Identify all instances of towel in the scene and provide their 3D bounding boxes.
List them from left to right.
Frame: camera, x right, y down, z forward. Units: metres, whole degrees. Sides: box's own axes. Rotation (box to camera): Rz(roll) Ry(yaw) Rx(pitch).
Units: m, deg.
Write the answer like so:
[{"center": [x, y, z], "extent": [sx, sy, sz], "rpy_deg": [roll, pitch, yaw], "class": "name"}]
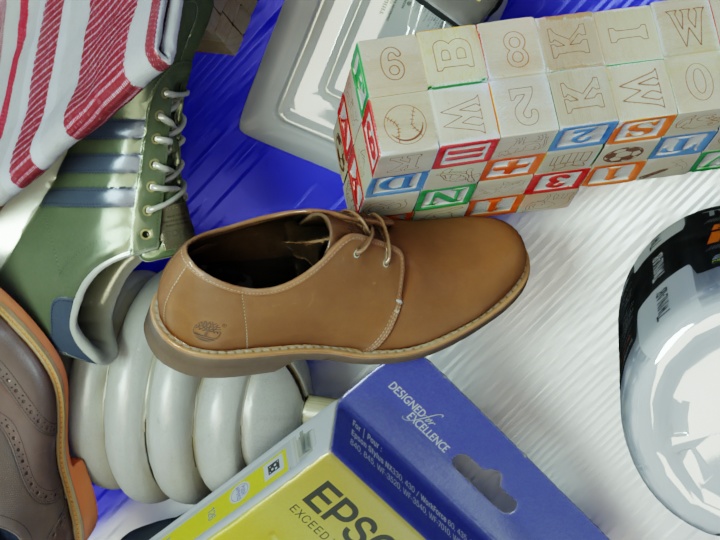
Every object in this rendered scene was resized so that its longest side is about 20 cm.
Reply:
[{"center": [-0.139, -0.108, 0.875], "extent": [0.023, 0.144, 0.200], "rpy_deg": [23, 144, -31], "class": "towel"}]

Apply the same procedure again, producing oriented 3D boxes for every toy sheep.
[{"center": [-0.094, 0.057, 0.993], "extent": [0.200, 0.138, 0.138], "rpy_deg": [11, 107, 21], "class": "toy sheep"}]

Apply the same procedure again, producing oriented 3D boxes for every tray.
[{"center": [0.018, -0.139, 0.979], "extent": [0.107, 0.022, 0.200], "rpy_deg": [23, 107, -1], "class": "tray"}]

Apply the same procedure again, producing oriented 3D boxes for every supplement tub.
[{"center": [0.184, 0.039, 0.916], "extent": [0.122, 0.200, 0.123], "rpy_deg": [2, 106, 6], "class": "supplement tub"}]

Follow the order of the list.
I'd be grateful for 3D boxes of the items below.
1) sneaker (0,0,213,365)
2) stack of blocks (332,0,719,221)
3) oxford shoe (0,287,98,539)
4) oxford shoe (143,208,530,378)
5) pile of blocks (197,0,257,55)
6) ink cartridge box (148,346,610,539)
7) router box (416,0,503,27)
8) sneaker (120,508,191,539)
[{"center": [-0.106, -0.044, 0.906], "extent": [0.090, 0.067, 0.200], "rpy_deg": [38, 107, 13], "class": "sneaker"}, {"center": [0.093, -0.075, 0.930], "extent": [0.200, 0.115, 0.059], "rpy_deg": [-8, 73, -9], "class": "stack of blocks"}, {"center": [-0.181, 0.081, 0.919], "extent": [0.071, 0.073, 0.200], "rpy_deg": [2, 129, 26], "class": "oxford shoe"}, {"center": [0.000, 0.000, 0.902], "extent": [0.200, 0.071, 0.071], "rpy_deg": [-11, 143, -27], "class": "oxford shoe"}, {"center": [-0.136, -0.123, 0.992], "extent": [0.200, 0.082, 0.062], "rpy_deg": [-14, 147, 20], "class": "pile of blocks"}, {"center": [0.009, 0.162, 0.981], "extent": [0.200, 0.047, 0.198], "rpy_deg": [-36, 120, 16], "class": "ink cartridge box"}, {"center": [0.020, -0.232, 0.918], "extent": [0.200, 0.052, 0.157], "rpy_deg": [36, 94, -1], "class": "router box"}, {"center": [-0.038, 0.139, 1.034], "extent": [0.199, 0.078, 0.080], "rpy_deg": [0, 117, -4], "class": "sneaker"}]
